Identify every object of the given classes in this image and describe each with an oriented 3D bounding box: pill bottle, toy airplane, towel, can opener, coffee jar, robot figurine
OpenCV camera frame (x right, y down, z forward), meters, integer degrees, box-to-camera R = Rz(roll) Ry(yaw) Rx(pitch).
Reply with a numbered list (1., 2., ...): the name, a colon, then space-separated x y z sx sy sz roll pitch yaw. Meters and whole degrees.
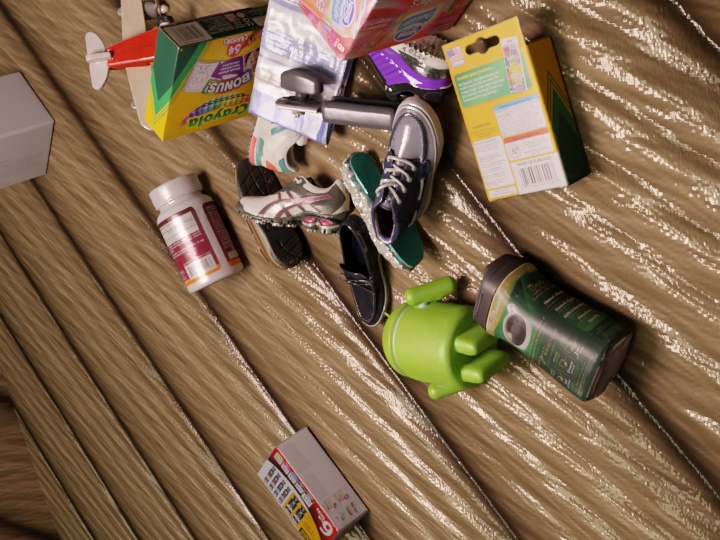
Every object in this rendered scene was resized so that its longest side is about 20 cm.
1. pill bottle: -0.308 -0.070 1.665 0.114 0.114 0.201 -22 93 52
2. toy airplane: -0.374 -0.371 1.552 0.199 0.141 0.201 36 103 14
3. towel: -0.085 -0.294 1.298 0.146 0.024 0.201 25 123 11
4. can opener: -0.033 -0.236 1.253 0.199 0.053 0.067 15 123 21
5. coffee jar: 0.235 0.067 1.130 0.200 0.085 0.105 37 138 29
6. robot figurine: 0.113 0.103 1.268 0.199 0.115 0.177 6 119 48

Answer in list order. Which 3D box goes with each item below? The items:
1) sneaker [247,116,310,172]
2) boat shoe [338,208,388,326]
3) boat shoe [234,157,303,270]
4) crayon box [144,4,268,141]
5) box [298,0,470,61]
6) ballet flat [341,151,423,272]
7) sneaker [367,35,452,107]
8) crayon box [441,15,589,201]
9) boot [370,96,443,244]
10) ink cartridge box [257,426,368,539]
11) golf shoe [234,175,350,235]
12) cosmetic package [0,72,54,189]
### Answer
1. sneaker: -0.113 -0.244 1.393 0.093 0.070 0.201 21 120 9
2. boat shoe: 0.000 0.000 1.388 0.074 0.062 0.202 21 126 39
3. boat shoe: -0.167 -0.091 1.522 0.074 0.075 0.201 -28 83 61
4. crayon box: -0.221 -0.302 1.363 0.058 0.199 0.173 46 139 22
5. box: 0.040 -0.329 1.042 0.095 0.199 0.103 54 141 11
6. ballet flat: 0.030 -0.081 1.308 0.072 0.071 0.201 -43 68 51
7. sneaker: 0.040 -0.277 1.179 0.200 0.069 0.100 38 138 30
8. crayon box: 0.185 -0.193 1.071 0.125 0.051 0.201 -7 105 51
9. boot: 0.058 -0.127 1.192 0.072 0.090 0.201 23 141 22
10. ink cartridge box: -0.102 0.437 1.733 0.200 0.084 0.176 50 140 17
11. golf shoe: -0.105 -0.109 1.423 0.198 0.077 0.089 8 97 21
12. cosmetic package: -0.845 -0.322 2.108 0.168 0.166 0.200 52 141 15
